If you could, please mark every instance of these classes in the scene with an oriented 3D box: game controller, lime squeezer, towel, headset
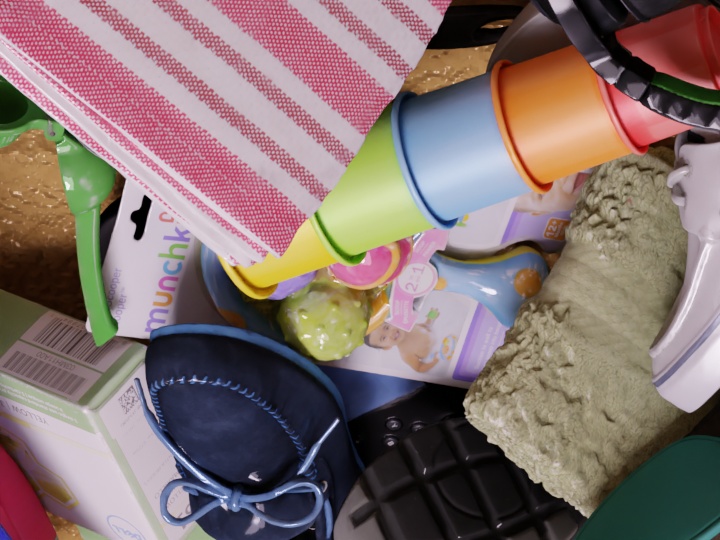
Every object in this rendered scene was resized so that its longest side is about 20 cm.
[{"bbox_3d":[-0.027,0.023,1.014,0.104,0.042,0.200,-31,124,18],"label":"game controller"},{"bbox_3d":[-0.138,-0.046,0.877,0.070,0.038,0.200,-21,136,31],"label":"lime squeezer"},{"bbox_3d":[-0.033,-0.119,0.805,0.146,0.201,0.030,40,168,-28],"label":"towel"},{"bbox_3d":[0.143,0.054,0.974,0.200,0.149,0.036,36,169,-26],"label":"towel"},{"bbox_3d":[0.097,-0.135,0.772,0.200,0.094,0.124,39,109,-1],"label":"headset"}]

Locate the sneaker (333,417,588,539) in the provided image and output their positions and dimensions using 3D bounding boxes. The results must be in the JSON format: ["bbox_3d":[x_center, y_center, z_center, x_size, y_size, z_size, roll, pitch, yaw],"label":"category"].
[{"bbox_3d":[0.076,0.098,1.014,0.199,0.076,0.079,-16,160,-24],"label":"sneaker"}]

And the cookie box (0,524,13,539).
[{"bbox_3d":[-0.222,0.115,0.995,0.171,0.075,0.200,11,141,48],"label":"cookie box"}]

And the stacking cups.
[{"bbox_3d":[0.041,-0.048,0.849,0.199,0.061,0.061,-19,129,19],"label":"stacking cups"}]

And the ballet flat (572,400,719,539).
[{"bbox_3d":[0.162,0.079,0.931,0.068,0.200,0.068,51,163,-30],"label":"ballet flat"}]

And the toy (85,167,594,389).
[{"bbox_3d":[0.000,0.000,0.946,0.199,0.047,0.116,8,119,-21],"label":"toy"}]

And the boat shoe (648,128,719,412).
[{"bbox_3d":[0.152,-0.042,0.897,0.065,0.074,0.201,26,107,1],"label":"boat shoe"}]

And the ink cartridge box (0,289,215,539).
[{"bbox_3d":[-0.125,0.095,1.057,0.145,0.048,0.201,18,143,36],"label":"ink cartridge box"}]

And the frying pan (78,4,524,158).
[{"bbox_3d":[-0.026,-0.100,0.862,0.189,0.031,0.115,-25,143,-10],"label":"frying pan"}]

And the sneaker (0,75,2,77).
[{"bbox_3d":[-0.139,-0.085,0.904,0.199,0.079,0.090,-12,135,19],"label":"sneaker"}]

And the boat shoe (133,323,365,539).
[{"bbox_3d":[-0.035,0.088,0.978,0.084,0.069,0.200,0,152,24],"label":"boat shoe"}]

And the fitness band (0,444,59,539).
[{"bbox_3d":[-0.204,0.106,1.080,0.143,0.037,0.201,23,148,28],"label":"fitness band"}]

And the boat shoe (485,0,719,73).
[{"bbox_3d":[0.125,-0.115,0.846,0.071,0.064,0.200,37,128,-25],"label":"boat shoe"}]
